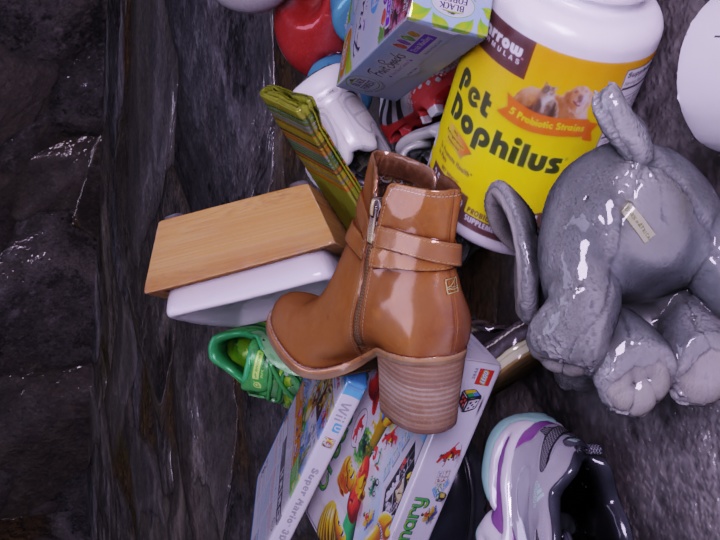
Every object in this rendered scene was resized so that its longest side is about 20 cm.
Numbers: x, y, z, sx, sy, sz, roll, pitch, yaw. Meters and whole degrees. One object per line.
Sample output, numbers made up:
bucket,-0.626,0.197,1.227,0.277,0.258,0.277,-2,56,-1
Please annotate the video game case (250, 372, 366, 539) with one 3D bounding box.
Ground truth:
video game case,-0.043,0.130,0.882,0.144,0.018,0.202,-91,24,-64

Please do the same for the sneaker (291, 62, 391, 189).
sneaker,-0.004,-0.087,0.932,0.082,0.075,0.200,55,180,22

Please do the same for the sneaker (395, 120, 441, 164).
sneaker,0.056,-0.081,0.878,0.200,0.079,0.072,143,120,-67

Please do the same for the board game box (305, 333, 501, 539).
board game box,0.024,0.124,0.806,0.126,0.034,0.203,47,121,58

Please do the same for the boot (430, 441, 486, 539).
boot,0.008,0.228,0.911,0.077,0.165,0.204,-131,43,-56

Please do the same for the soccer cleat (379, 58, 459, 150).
soccer cleat,0.055,-0.156,0.883,0.200,0.067,0.087,153,101,-72

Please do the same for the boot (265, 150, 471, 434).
boot,0.000,0.000,0.738,0.199,0.075,0.158,30,124,56

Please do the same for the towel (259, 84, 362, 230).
towel,-0.009,-0.055,0.865,0.201,0.018,0.086,57,170,-29

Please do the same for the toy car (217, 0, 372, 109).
toy car,-0.078,-0.259,1.006,0.178,0.196,0.187,114,157,-49

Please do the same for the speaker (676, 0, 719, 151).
speaker,0.216,-0.074,0.452,0.200,0.080,0.083,-148,58,-66

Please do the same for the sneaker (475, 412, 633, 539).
sneaker,0.126,0.201,0.721,0.140,0.076,0.204,-169,77,-69

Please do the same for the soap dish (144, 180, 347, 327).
soap dish,-0.076,-0.009,0.946,0.200,0.154,0.083,27,-130,-77

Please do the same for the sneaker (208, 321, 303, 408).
sneaker,-0.061,0.096,0.998,0.198,0.083,0.076,14,100,43

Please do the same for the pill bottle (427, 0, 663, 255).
pill bottle,0.112,-0.116,0.680,0.110,0.107,0.202,-114,30,-44

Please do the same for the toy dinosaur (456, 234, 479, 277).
toy dinosaur,0.056,0.032,0.939,0.088,0.047,0.203,49,140,49

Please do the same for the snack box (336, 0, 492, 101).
snack box,0.037,-0.196,0.706,0.200,0.052,0.145,174,107,-78

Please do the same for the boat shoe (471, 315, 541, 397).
boat shoe,0.074,0.067,0.834,0.066,0.072,0.200,65,152,11

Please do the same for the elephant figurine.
elephant figurine,0.129,-0.003,0.638,0.157,0.140,0.200,-62,10,5
